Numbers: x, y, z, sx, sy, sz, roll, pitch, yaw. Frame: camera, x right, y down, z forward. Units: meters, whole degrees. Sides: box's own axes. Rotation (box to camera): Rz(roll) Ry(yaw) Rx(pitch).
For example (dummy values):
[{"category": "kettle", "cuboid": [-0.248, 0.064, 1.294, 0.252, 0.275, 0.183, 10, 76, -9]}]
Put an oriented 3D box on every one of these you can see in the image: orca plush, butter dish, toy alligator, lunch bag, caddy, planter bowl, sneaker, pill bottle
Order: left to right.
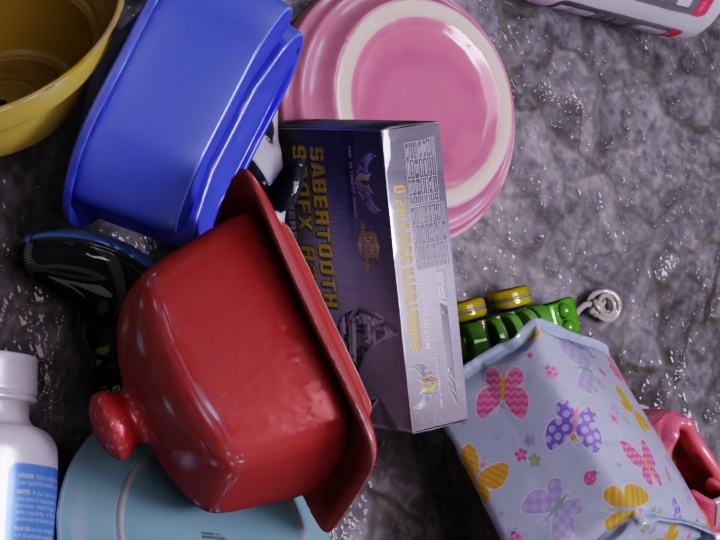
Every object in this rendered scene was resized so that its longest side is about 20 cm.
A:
[{"category": "pill bottle", "cuboid": [-0.242, 0.151, 1.492, 0.112, 0.112, 0.201, 8, 80, -31]}, {"category": "planter bowl", "cuboid": [-0.236, -0.130, 1.527, 0.200, 0.200, 0.084, -45, 143, -28]}, {"category": "sneaker", "cuboid": [-0.149, 0.050, 1.588, 0.200, 0.071, 0.083, 49, 55, -20]}, {"category": "caddy", "cuboid": [-0.120, -0.109, 1.535, 0.105, 0.141, 0.200, 26, 83, 8]}, {"category": "butter dish", "cuboid": [-0.093, 0.071, 1.475, 0.147, 0.200, 0.200, -20, 75, -16]}, {"category": "orca plush", "cuboid": [-0.088, -0.080, 1.613, 0.071, 0.105, 0.201, 12, 91, -34]}, {"category": "toy alligator", "cuboid": [0.126, 0.041, 1.762, 0.200, 0.054, 0.059, -14, 92, -32]}, {"category": "lunch bag", "cuboid": [0.154, 0.142, 1.698, 0.200, 0.127, 0.170, 15, 43, -61]}, {"category": "pill bottle", "cuboid": [0.174, -0.244, 1.808, 0.200, 0.111, 0.111, 10, 78, -31]}, {"category": "sneaker", "cuboid": [0.245, 0.192, 1.805, 0.074, 0.087, 0.201, -29, 99, -30]}]

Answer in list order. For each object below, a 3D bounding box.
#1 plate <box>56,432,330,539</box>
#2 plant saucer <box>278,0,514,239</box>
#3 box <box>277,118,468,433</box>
[{"category": "plate", "cuboid": [-0.096, 0.172, 1.528, 0.200, 0.026, 0.201, 18, 55, -27]}, {"category": "plant saucer", "cuboid": [0.034, -0.116, 1.739, 0.200, 0.051, 0.201, 5, 80, -32]}, {"category": "box", "cuboid": [0.000, 0.000, 1.619, 0.048, 0.158, 0.201, -11, 100, -31]}]
